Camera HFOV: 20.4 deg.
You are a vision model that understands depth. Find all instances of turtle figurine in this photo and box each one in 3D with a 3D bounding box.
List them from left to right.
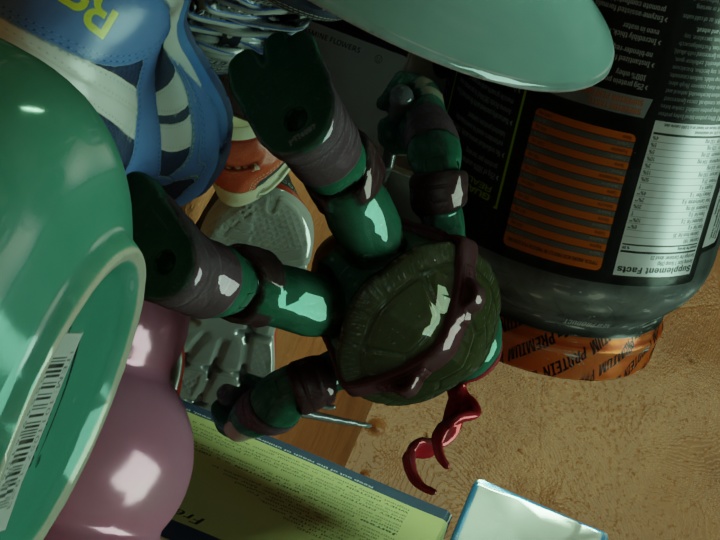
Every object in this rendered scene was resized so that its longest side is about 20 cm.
[{"bbox_3d":[0.000,0.000,0.709,0.150,0.100,0.200,-61,147,-5],"label":"turtle figurine"}]

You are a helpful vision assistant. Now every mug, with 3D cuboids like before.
[{"bbox_3d":[-0.122,0.024,0.478,0.185,0.114,0.152,105,9,-47],"label":"mug"}]

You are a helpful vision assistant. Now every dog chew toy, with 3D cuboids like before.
[{"bbox_3d":[-0.117,0.075,0.733,0.125,0.124,0.201,42,61,-84],"label":"dog chew toy"}]

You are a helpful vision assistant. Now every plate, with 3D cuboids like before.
[{"bbox_3d":[0.001,-0.126,0.635,0.026,0.200,0.200,-56,180,25],"label":"plate"}]

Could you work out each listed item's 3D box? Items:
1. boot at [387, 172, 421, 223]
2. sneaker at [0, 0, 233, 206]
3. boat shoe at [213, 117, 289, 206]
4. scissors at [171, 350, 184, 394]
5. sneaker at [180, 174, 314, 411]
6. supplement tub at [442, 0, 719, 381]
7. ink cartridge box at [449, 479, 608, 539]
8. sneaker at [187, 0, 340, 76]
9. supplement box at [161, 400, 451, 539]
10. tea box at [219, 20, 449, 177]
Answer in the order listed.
[{"bbox_3d":[0.038,-0.077,1.132,0.078,0.138,0.200,-60,-165,-14],"label":"boot"},{"bbox_3d":[-0.095,-0.057,0.677,0.082,0.074,0.200,-61,168,-14],"label":"sneaker"},{"bbox_3d":[-0.024,-0.119,1.040,0.200,0.071,0.063,-58,156,-34],"label":"boat shoe"},{"bbox_3d":[-0.101,0.105,1.076,0.073,0.014,0.200,-50,145,-26],"label":"scissors"},{"bbox_3d":[-0.077,0.022,1.103,0.200,0.077,0.082,-60,-161,28],"label":"sneaker"},{"bbox_3d":[0.093,-0.067,0.779,0.123,0.122,0.201,-55,161,-66],"label":"supplement tub"},{"bbox_3d":[0.042,0.208,0.907,0.116,0.068,0.200,-62,172,-48],"label":"ink cartridge box"},{"bbox_3d":[-0.036,-0.104,0.711,0.200,0.077,0.086,-125,-124,-68],"label":"sneaker"},{"bbox_3d":[-0.082,0.154,0.894,0.200,0.199,0.135,-41,152,-79],"label":"supplement box"},{"bbox_3d":[0.024,-0.144,0.878,0.200,0.133,0.198,10,101,-66],"label":"tea box"}]
